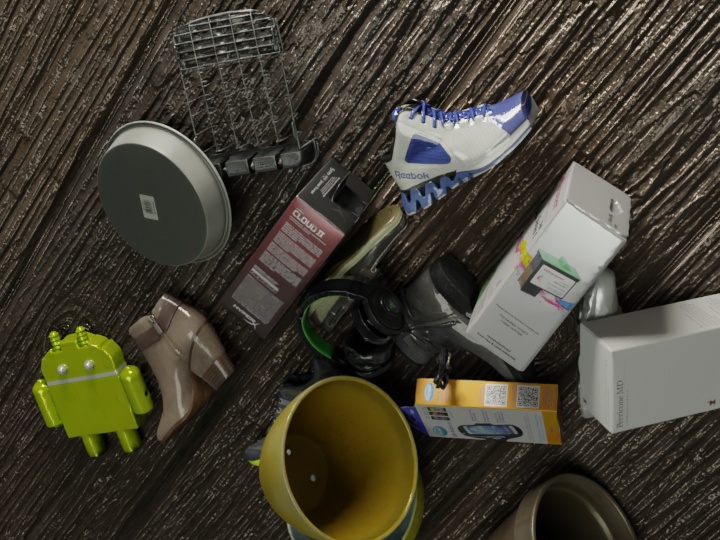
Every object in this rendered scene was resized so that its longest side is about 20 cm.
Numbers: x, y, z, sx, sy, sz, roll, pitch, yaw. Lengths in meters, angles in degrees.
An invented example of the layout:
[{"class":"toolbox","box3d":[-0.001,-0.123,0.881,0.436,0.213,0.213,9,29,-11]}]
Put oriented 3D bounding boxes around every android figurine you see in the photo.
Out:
[{"class":"android figurine","box3d":[-0.384,0.172,1.527,0.180,0.041,0.203,-8,111,19]}]

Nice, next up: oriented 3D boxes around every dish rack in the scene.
[{"class":"dish rack","box3d":[-0.143,-0.211,1.293,0.151,0.055,0.203,-6,108,16]}]

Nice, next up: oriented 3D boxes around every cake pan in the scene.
[{"class":"cake pan","box3d":[-0.255,-0.089,1.352,0.198,0.037,0.202,17,128,23]}]

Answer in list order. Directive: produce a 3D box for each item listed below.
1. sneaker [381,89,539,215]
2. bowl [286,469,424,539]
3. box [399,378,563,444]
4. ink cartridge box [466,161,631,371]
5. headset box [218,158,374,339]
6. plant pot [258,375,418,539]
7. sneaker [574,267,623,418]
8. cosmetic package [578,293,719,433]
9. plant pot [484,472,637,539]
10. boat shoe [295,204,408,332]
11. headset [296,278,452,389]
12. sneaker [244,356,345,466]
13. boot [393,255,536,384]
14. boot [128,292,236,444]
[{"class":"sneaker","box3d":[0.098,-0.159,1.230,0.198,0.081,0.116,-33,102,26]},{"class":"bowl","box3d":[0.010,0.315,1.424,0.198,0.203,0.108,-20,148,22]},{"class":"box","box3d":[0.152,0.176,1.342,0.197,0.042,0.119,3,153,16]},{"class":"ink cartridge box","box3d":[0.216,-0.007,1.223,0.083,0.145,0.201,34,117,-1]},{"class":"headset box","box3d":[-0.069,-0.036,1.290,0.075,0.149,0.200,38,118,-3]},{"class":"plant pot","box3d":[-0.048,0.243,1.326,0.201,0.200,0.141,54,142,-10]},{"class":"sneaker","box3d":[0.308,0.083,1.284,0.098,0.078,0.202,-3,119,8]},{"class":"cosmetic package","box3d":[0.355,0.103,1.219,0.197,0.085,0.109,-13,113,-13]},{"class":"plant pot","box3d":[0.235,0.385,1.371,0.200,0.200,0.173,46,132,-7]},{"class":"boat shoe","box3d":[0.000,0.001,1.335,0.066,0.072,0.201,38,118,-13]},{"class":"headset","box3d":[0.016,0.086,1.298,0.197,0.095,0.124,16,131,0]},{"class":"sneaker","box3d":[-0.089,0.189,1.440,0.200,0.074,0.081,-41,91,18]},{"class":"boot","box3d":[0.119,0.087,1.344,0.131,0.070,0.201,-38,91,32]},{"class":"boot","box3d":[-0.263,0.129,1.466,0.146,0.070,0.200,45,115,1]}]
